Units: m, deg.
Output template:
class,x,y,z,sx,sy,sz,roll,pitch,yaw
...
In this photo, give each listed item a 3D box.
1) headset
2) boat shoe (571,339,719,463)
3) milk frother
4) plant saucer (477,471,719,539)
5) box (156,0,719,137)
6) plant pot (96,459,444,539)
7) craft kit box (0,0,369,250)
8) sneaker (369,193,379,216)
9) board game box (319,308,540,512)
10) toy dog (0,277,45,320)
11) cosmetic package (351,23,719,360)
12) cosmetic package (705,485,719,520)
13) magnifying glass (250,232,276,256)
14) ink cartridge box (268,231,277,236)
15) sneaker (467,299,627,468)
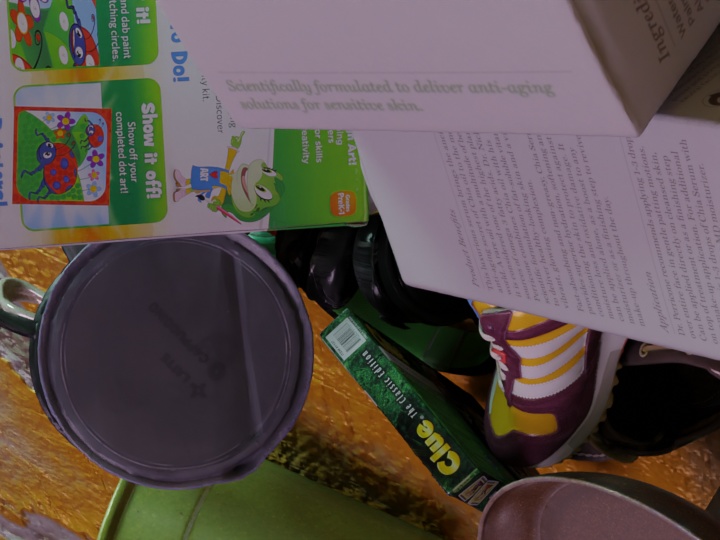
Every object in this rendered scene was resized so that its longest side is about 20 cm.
class,x,y,z,sx,sy,sz,roll,pitch,yaw
headset,0.000,0.000,1.091,0.123,0.094,0.200,11,151,37
boat shoe,0.136,0.057,1.055,0.072,0.060,0.200,43,149,-7
milk frother,-0.142,0.046,1.003,0.180,0.200,0.188,45,171,-5
plant saucer,0.140,0.163,0.991,0.200,0.032,0.201,33,147,25
box,0.023,-0.173,0.756,0.198,0.171,0.200,5,136,43
plant pot,-0.045,0.202,1.350,0.189,0.201,0.200,12,143,16
craft kit box,-0.098,-0.112,0.881,0.049,0.197,0.201,-137,45,-77
sneaker,0.050,-0.072,0.960,0.199,0.076,0.076,-11,160,31
board game box,0.051,0.085,1.101,0.105,0.023,0.200,53,-173,25
toy dog,-0.102,0.012,1.186,0.200,0.131,0.097,39,117,50
cosmetic package,0.090,-0.037,0.809,0.200,0.071,0.102,14,131,47
cosmetic package,0.267,0.156,0.991,0.200,0.123,0.199,41,150,-1
magnifying glass,-0.111,-0.064,1.144,0.200,0.022,0.079,36,158,-26
ink cartridge box,-0.138,-0.070,1.077,0.199,0.050,0.161,20,152,6
sneaker,0.078,0.017,1.000,0.090,0.075,0.200,3,136,-22
